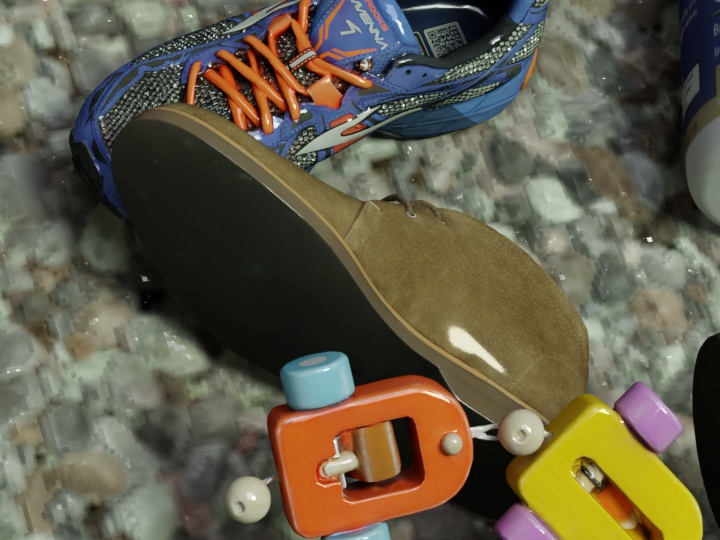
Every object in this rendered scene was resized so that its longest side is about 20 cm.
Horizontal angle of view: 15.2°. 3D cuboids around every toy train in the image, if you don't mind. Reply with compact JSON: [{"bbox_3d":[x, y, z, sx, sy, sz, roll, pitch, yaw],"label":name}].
[{"bbox_3d":[0.042,0.109,0.888,0.149,0.056,0.201,-18,102,-7],"label":"toy train"}]

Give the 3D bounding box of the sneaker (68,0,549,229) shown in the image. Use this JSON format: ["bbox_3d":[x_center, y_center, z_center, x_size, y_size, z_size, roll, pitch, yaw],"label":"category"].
[{"bbox_3d":[-0.015,-0.076,0.958,0.199,0.079,0.076,-26,76,-27],"label":"sneaker"}]

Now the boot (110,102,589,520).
[{"bbox_3d":[0.000,0.000,0.927,0.200,0.073,0.076,40,52,-19],"label":"boot"}]

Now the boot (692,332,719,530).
[{"bbox_3d":[0.222,0.077,0.922,0.173,0.069,0.201,-29,91,-15],"label":"boot"}]

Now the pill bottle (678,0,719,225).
[{"bbox_3d":[0.175,-0.121,1.024,0.110,0.111,0.202,8,64,-15],"label":"pill bottle"}]
